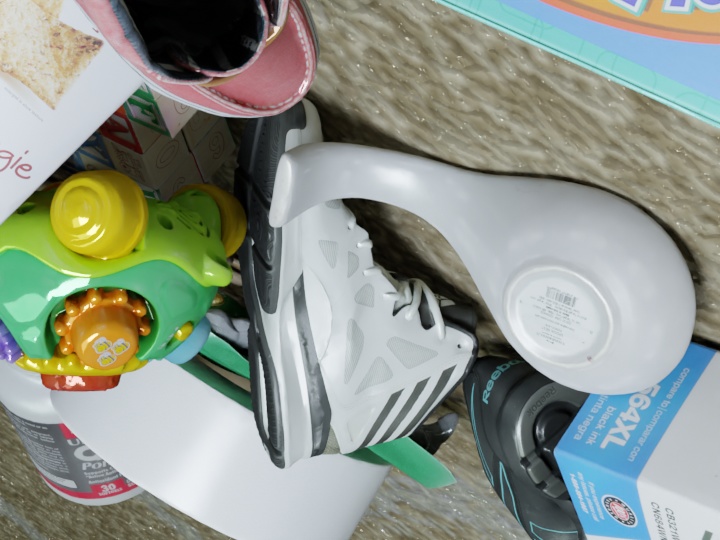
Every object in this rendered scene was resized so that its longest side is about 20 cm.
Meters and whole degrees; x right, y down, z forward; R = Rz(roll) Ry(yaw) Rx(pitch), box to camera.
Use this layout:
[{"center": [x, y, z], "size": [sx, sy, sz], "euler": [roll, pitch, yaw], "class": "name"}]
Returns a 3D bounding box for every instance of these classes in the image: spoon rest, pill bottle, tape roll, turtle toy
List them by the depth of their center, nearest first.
[{"center": [0.059, -0.011, 0.794], "size": [0.200, 0.061, 0.099], "euler": [25, 125, 16], "class": "spoon rest"}, {"center": [-0.152, 0.006, 0.831], "size": [0.200, 0.101, 0.146], "euler": [2, 180, 21], "class": "turtle toy"}, {"center": [-0.082, 0.090, 1.039], "size": [0.202, 0.071, 0.202], "euler": [29, -174, -3], "class": "tape roll"}, {"center": [-0.200, 0.076, 1.231], "size": [0.111, 0.111, 0.200], "euler": [27, 154, 22], "class": "pill bottle"}]

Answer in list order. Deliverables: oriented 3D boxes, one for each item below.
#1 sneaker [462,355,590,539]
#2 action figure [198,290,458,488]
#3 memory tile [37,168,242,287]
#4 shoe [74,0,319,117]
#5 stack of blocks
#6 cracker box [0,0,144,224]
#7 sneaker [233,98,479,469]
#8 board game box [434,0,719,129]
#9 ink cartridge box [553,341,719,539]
[{"center": [0.118, 0.120, 0.948], "size": [0.079, 0.075, 0.200], "euler": [27, 150, 55], "class": "sneaker"}, {"center": [-0.040, 0.050, 0.976], "size": [0.200, 0.055, 0.118], "euler": [30, 176, -25], "class": "action figure"}, {"center": [-0.144, -0.036, 0.983], "size": [0.200, 0.017, 0.153], "euler": [27, 180, 14], "class": "memory tile"}, {"center": [-0.057, -0.091, 0.626], "size": [0.091, 0.071, 0.200], "euler": [50, -176, 34], "class": "shoe"}, {"center": [-0.122, -0.113, 0.860], "size": [0.115, 0.059, 0.200], "euler": [26, 153, 27], "class": "stack of blocks"}, {"center": [-0.158, -0.104, 0.700], "size": [0.134, 0.200, 0.058], "euler": [43, -174, -27], "class": "cracker box"}, {"center": [0.000, 0.000, 0.894], "size": [0.076, 0.115, 0.201], "euler": [-128, 32, -61], "class": "sneaker"}, {"center": [0.082, -0.145, 0.408], "size": [0.152, 0.045, 0.200], "euler": [28, 112, 21], "class": "board game box"}, {"center": [0.205, 0.125, 0.798], "size": [0.200, 0.084, 0.146], "euler": [20, 150, 36], "class": "ink cartridge box"}]
